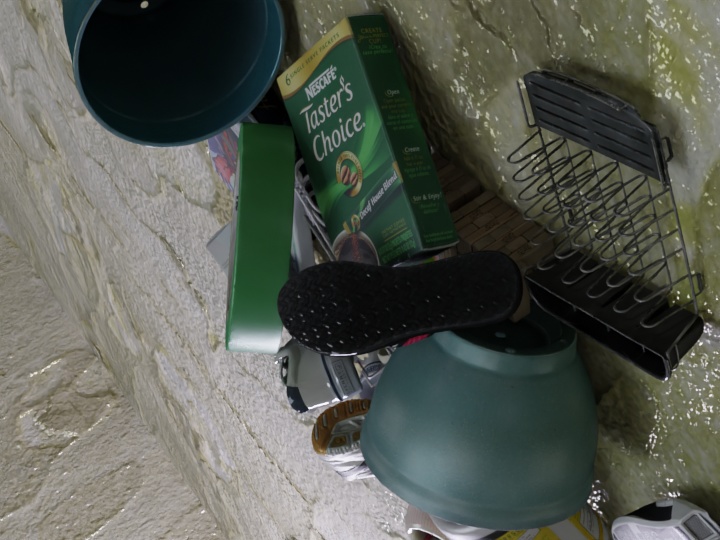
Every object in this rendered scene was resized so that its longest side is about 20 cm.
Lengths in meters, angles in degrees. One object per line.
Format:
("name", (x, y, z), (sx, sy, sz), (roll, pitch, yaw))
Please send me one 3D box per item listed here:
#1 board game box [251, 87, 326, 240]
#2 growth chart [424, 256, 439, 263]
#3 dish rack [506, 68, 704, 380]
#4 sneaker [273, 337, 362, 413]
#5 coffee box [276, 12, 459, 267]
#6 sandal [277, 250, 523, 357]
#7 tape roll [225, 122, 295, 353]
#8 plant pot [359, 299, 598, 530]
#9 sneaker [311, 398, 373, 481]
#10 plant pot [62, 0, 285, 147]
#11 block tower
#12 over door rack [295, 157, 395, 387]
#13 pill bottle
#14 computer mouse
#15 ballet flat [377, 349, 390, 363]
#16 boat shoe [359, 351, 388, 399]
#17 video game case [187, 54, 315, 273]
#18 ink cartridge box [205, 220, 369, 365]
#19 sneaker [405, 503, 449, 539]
("board game box", (-0.094, -0.123, 1.439), (0.201, 0.034, 0.135), (58, 161, -2))
("growth chart", (0.033, -0.048, 1.273), (0.201, 0.018, 0.144), (60, 161, -13))
("dish rack", (0.161, -0.037, 0.923), (0.153, 0.054, 0.201), (32, 151, 49))
("sneaker", (-0.046, 0.073, 1.226), (0.200, 0.070, 0.074), (-112, 2, -78))
("coffee box", (0.002, -0.094, 1.110), (0.123, 0.044, 0.202), (-28, 77, 53))
("sandal", (0.031, 0.028, 1.051), (0.045, 0.197, 0.076), (35, -130, -70))
("tape roll", (-0.090, -0.028, 1.195), (0.200, 0.048, 0.203), (-175, 90, -82))
("plant pot", (0.106, 0.096, 1.099), (0.200, 0.198, 0.136), (37, 128, 44))
("sneaker", (0.054, 0.161, 1.349), (0.088, 0.198, 0.076), (60, -154, -44))
("plant pot", (-0.195, -0.252, 1.275), (0.201, 0.198, 0.189), (77, 166, -44))
("block tower", (0.082, -0.040, 1.114), (0.200, 0.057, 0.054), (43, 156, 40))
("over door rack", (0.000, 0.000, 1.235), (0.148, 0.066, 0.202), (74, 176, -81))
("pill bottle", (0.157, 0.239, 1.224), (0.200, 0.112, 0.111), (46, 168, -31))
("computer mouse", (0.269, 0.207, 1.063), (0.110, 0.044, 0.200), (55, 155, -6))
("ballet flat", (0.034, 0.059, 1.354), (0.200, 0.073, 0.074), (36, 151, 47))
("boat shoe", (0.077, 0.155, 1.413), (0.200, 0.073, 0.066), (50, -152, -22))
("video game case", (-0.111, -0.102, 1.400), (0.183, 0.023, 0.201), (51, 165, 24))
("ink cartridge box", (-0.062, 0.043, 1.458), (0.201, 0.057, 0.162), (57, -163, 26))
("sneaker", (0.113, 0.256, 1.310), (0.075, 0.106, 0.200), (-11, 141, 43))
